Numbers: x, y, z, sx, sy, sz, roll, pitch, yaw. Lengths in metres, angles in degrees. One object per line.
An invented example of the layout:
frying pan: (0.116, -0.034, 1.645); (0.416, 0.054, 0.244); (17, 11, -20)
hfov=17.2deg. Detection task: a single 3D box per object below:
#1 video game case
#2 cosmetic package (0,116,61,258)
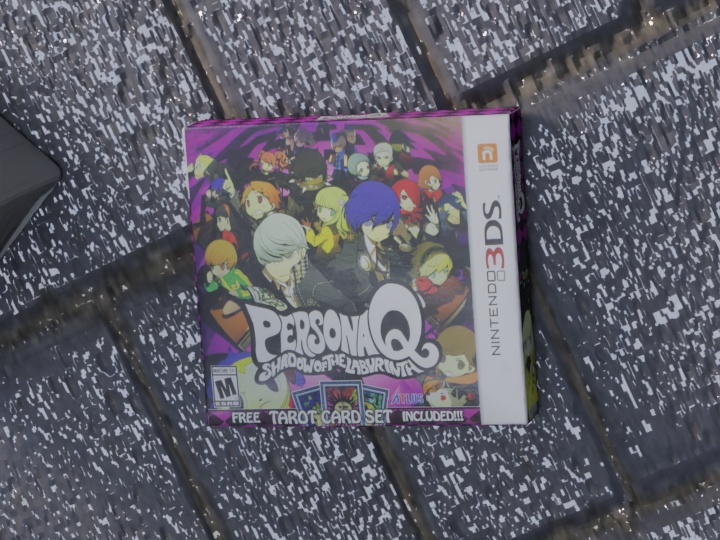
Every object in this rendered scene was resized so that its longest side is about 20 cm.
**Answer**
video game case: (0.000, 0.000, 1.385); (0.198, 0.036, 0.183); (-1, 100, 15)
cosmetic package: (-0.318, -0.048, 1.392); (0.200, 0.166, 0.168); (41, 108, 2)
